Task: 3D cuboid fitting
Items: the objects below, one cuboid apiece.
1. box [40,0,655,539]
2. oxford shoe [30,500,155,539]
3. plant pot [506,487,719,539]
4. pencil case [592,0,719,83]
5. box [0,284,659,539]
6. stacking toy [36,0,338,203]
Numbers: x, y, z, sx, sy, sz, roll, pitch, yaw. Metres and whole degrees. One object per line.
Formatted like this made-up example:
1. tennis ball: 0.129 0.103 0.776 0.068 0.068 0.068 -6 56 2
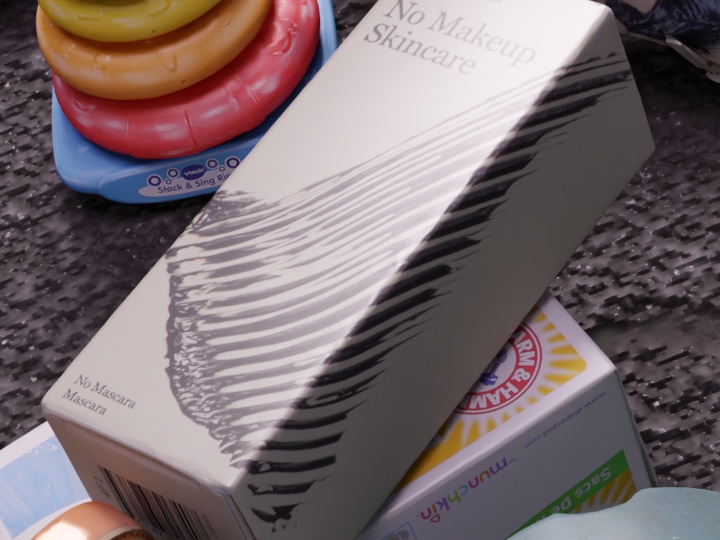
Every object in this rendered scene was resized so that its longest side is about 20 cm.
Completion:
1. box: 0.000 0.000 0.894 0.082 0.069 0.200 20 60 34
2. oxford shoe: -0.103 0.156 0.809 0.073 0.071 0.200 27 69 26
3. plant pot: 0.101 0.173 0.781 0.199 0.201 0.196 -28 39 -5
4. pencil case: 0.069 -0.127 1.076 0.199 0.078 0.090 14 83 9
5. box: -0.015 0.080 0.947 0.199 0.102 0.113 -33 48 -9
6. stacking toy: -0.085 -0.129 1.083 0.115 0.201 0.110 -12 48 8
